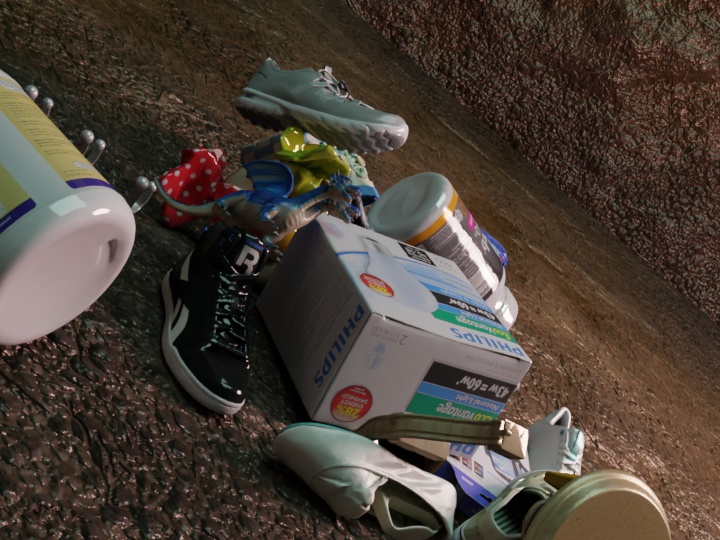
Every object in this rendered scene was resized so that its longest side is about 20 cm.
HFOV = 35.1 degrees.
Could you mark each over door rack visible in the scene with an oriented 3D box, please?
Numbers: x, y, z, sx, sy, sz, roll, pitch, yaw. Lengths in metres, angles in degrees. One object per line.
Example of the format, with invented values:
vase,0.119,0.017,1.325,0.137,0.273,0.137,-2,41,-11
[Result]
over door rack,-0.278,-0.099,1.052,0.148,0.067,0.200,39,18,-1

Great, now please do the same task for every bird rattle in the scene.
bird rattle,-0.105,-0.065,1.191,0.113,0.199,0.164,-158,-129,-77

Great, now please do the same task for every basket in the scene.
basket,-0.053,-0.065,1.334,0.176,0.139,0.201,-18,94,-68

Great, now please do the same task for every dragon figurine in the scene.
dragon figurine,-0.096,-0.067,1.111,0.199,0.059,0.100,13,43,24

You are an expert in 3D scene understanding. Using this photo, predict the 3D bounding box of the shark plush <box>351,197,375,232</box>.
shark plush,0.000,0.000,1.267,0.083,0.091,0.200,51,-7,45

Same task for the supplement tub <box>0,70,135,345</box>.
supplement tub,-0.278,-0.060,0.834,0.200,0.146,0.145,46,19,16

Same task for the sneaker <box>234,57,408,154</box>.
sneaker,-0.038,-0.185,1.234,0.199,0.082,0.075,18,-12,17

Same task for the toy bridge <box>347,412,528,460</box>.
toy bridge,0.050,0.142,0.972,0.067,0.200,0.027,28,63,-36

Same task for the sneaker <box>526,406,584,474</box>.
sneaker,0.219,0.217,1.260,0.075,0.089,0.200,36,19,-17

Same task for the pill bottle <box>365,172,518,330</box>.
pill bottle,0.099,-0.007,1.332,0.200,0.116,0.116,53,10,-29

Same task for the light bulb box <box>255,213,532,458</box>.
light bulb box,0.028,0.062,1.131,0.198,0.125,0.200,18,22,-30

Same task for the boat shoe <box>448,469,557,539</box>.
boat shoe,0.158,0.230,1.063,0.072,0.062,0.200,55,34,12

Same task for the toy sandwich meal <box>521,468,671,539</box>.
toy sandwich meal,0.202,0.267,1.021,0.205,0.206,0.070,29,-9,-30

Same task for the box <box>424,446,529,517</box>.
box,0.123,0.204,1.184,0.119,0.042,0.200,37,21,-9

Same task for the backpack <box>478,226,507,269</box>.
backpack,0.106,-0.018,1.519,0.183,0.135,0.200,43,15,5

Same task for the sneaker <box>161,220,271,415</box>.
sneaker,-0.120,0.025,1.001,0.073,0.112,0.200,26,22,-33

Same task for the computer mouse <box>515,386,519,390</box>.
computer mouse,0.116,0.113,1.302,0.110,0.044,0.200,41,-7,-13

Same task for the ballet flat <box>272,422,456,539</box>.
ballet flat,0.012,0.188,0.971,0.200,0.069,0.070,30,21,-34
